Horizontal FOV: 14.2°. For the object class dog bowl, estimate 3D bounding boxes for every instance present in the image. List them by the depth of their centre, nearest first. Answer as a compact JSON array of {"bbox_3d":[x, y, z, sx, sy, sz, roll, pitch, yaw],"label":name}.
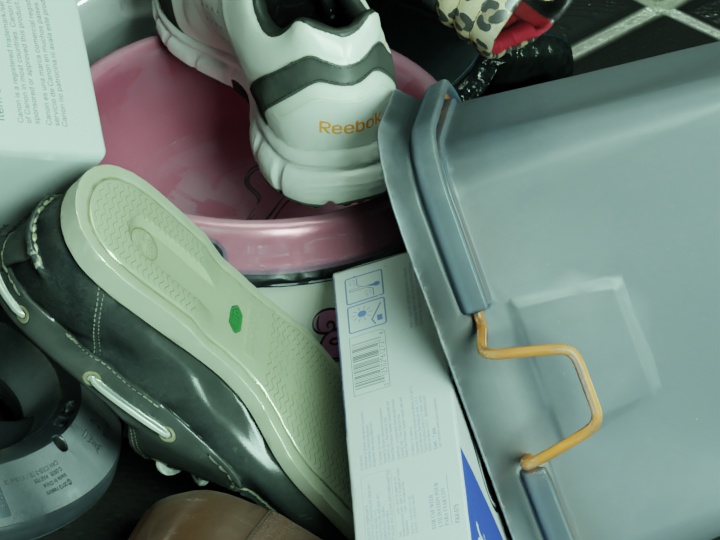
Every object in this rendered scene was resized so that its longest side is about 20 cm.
[{"bbox_3d":[-0.043,-0.032,1.184,0.199,0.074,0.200,1,34,-1],"label":"dog bowl"}]

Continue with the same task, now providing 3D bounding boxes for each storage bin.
[{"bbox_3d":[0.103,0.014,1.060,0.134,0.200,0.146,-19,12,11],"label":"storage bin"}]

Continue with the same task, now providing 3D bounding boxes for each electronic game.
[{"bbox_3d":[-0.191,0.054,1.116,0.199,0.042,0.200,10,23,-4],"label":"electronic game"}]

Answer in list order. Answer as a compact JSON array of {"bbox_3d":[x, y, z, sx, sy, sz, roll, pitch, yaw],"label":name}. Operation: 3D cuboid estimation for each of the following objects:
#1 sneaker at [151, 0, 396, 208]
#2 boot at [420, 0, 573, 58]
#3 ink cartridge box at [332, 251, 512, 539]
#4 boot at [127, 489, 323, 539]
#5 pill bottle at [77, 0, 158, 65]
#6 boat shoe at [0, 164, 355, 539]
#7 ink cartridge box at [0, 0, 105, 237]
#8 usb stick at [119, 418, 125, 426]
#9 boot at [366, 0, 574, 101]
[{"bbox_3d":[-0.031,-0.106,1.160,0.074,0.080,0.200,-14,35,-19],"label":"sneaker"},{"bbox_3d":[0.042,-0.173,1.223,0.150,0.073,0.200,37,38,12],"label":"boot"},{"bbox_3d":[0.029,0.092,1.041,0.044,0.094,0.200,-16,39,10],"label":"ink cartridge box"},{"bbox_3d":[-0.027,0.152,0.996,0.186,0.064,0.200,19,28,15],"label":"boot"},{"bbox_3d":[-0.144,-0.137,1.365,0.113,0.114,0.200,-8,36,-27],"label":"pill bottle"},{"bbox_3d":[-0.055,0.047,1.086,0.200,0.068,0.072,45,30,-20],"label":"boat shoe"},{"bbox_3d":[-0.224,-0.081,1.080,0.200,0.145,0.146,5,64,-35],"label":"ink cartridge box"},{"bbox_3d":[0.000,0.052,1.179,0.199,0.033,0.056,5,51,-6],"label":"usb stick"},{"bbox_3d":[0.042,-0.121,1.425,0.168,0.077,0.200,28,43,32],"label":"boot"}]
